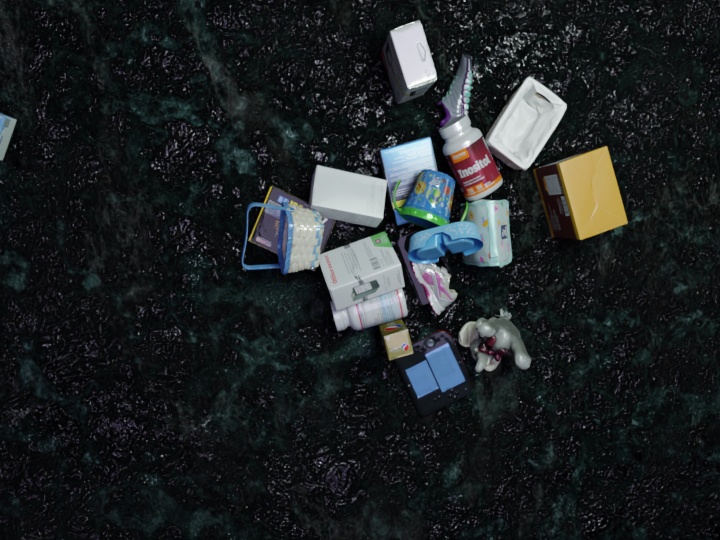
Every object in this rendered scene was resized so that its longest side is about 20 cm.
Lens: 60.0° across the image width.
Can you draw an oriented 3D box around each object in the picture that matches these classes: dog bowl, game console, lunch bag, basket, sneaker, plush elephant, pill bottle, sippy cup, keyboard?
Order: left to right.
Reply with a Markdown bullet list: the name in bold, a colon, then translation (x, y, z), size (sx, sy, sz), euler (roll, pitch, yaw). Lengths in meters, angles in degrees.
- **basket**: translation (-0.198, -0.079, 1.577), size (0.195, 0.140, 0.180), euler (1, 123, -23)
- **pill bottle**: translation (0.022, 0.097, 1.679), size (0.195, 0.109, 0.112), euler (-15, 96, -1)
- **keyboard**: translation (0.186, -0.017, 1.724), size (0.124, 0.021, 0.204), euler (-22, 97, 5)
- **sippy cup**: translation (0.181, -0.183, 1.602), size (0.175, 0.139, 0.134), euler (20, 86, -31)
- **sneaker**: translation (0.195, 0.013, 1.683), size (0.087, 0.081, 0.203), euler (-29, 103, 4)
- **game console**: translation (0.205, 0.285, 1.745), size (0.174, 0.031, 0.204), euler (-26, 95, -1)
- **dog bowl**: translation (0.211, -0.071, 1.575), size (0.195, 0.111, 0.051), euler (-14, 66, 23)
- **sneaker**: translation (0.249, -0.475, 1.664), size (0.085, 0.074, 0.206), euler (5, 95, 1)
- **pill bottle**: translation (0.284, -0.295, 1.634), size (0.111, 0.113, 0.203), euler (-30, 103, 0)
- **lunch bag**: translation (0.331, -0.099, 1.635), size (0.118, 0.200, 0.176), euler (-4, 94, -2)
- **plush elephant**: translation (0.352, 0.206, 1.693), size (0.163, 0.201, 0.156), euler (36, 115, -4)
- **basket**: translation (0.426, -0.381, 1.655), size (0.134, 0.123, 0.202), euler (33, 92, -5)

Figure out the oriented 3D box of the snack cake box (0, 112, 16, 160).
- **snack cake box**: translation (-1.007, -0.377, 1.600), size (0.196, 0.067, 0.118), euler (22, 94, -5)

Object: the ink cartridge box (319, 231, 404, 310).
- **ink cartridge box**: translation (0.000, 0.000, 1.640), size (0.195, 0.147, 0.085), euler (-19, 133, -4)

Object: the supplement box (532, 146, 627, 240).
- **supplement box**: translation (0.571, -0.198, 1.640), size (0.130, 0.200, 0.202), euler (-18, 96, -2)

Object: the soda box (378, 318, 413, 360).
- **soda box**: translation (0.089, 0.174, 1.643), size (0.066, 0.200, 0.066), euler (-15, 96, -1)

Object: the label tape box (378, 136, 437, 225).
- **label tape box**: translation (0.138, -0.241, 1.680), size (0.139, 0.066, 0.205), euler (-14, 101, -2)

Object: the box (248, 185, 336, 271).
- **box**: translation (-0.181, -0.113, 1.681), size (0.196, 0.049, 0.163), euler (25, 91, -5)

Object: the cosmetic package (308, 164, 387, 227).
- **cosmetic package**: translation (-0.035, -0.193, 1.641), size (0.195, 0.081, 0.116), euler (11, 74, -9)

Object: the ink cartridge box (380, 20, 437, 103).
- **ink cartridge box**: translation (0.120, -0.524, 1.586), size (0.084, 0.200, 0.151), euler (-19, 95, -2)
